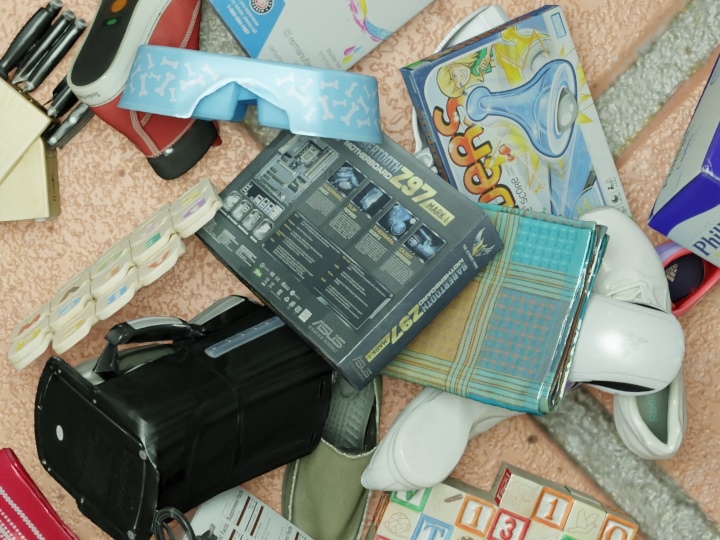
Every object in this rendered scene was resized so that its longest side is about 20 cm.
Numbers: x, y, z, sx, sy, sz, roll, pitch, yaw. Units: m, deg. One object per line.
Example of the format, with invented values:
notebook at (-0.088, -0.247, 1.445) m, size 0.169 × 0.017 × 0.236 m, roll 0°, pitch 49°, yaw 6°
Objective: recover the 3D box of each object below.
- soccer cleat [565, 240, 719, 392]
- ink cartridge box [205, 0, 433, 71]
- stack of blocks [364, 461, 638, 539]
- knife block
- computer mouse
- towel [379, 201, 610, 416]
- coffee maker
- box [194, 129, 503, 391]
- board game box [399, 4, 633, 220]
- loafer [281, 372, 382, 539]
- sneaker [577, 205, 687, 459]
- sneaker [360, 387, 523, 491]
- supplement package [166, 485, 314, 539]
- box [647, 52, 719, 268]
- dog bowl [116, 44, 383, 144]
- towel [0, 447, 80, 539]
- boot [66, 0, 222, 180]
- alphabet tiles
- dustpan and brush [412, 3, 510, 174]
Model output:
soccer cleat at (0.207, 0.035, 1.360) m, size 0.199 × 0.076 × 0.067 m, roll -31°, pitch 92°, yaw -16°
ink cartridge box at (-0.023, -0.246, 1.317) m, size 0.199 × 0.085 × 0.145 m, roll -39°, pitch 137°, yaw 0°
stack of blocks at (0.112, 0.219, 1.396) m, size 0.198 × 0.059 × 0.116 m, roll 22°, pitch 92°, yaw -3°
knife block at (-0.297, -0.125, 1.360) m, size 0.197 × 0.064 × 0.178 m, roll -5°, pitch 93°, yaw -1°
computer mouse at (0.142, 0.044, 1.266) m, size 0.198 × 0.044 × 0.111 m, roll 5°, pitch 78°, yaw 30°
towel at (0.078, 0.019, 1.277) m, size 0.198 × 0.022 × 0.148 m, roll 12°, pitch 82°, yaw 35°
coffee maker at (-0.117, 0.122, 1.290) m, size 0.199 × 0.135 × 0.193 m, roll -22°, pitch 68°, yaw -42°
box at (-0.014, -0.027, 1.288) m, size 0.158 × 0.051 × 0.200 m, roll -46°, pitch 54°, yaw -6°
board game box at (0.127, -0.091, 1.350) m, size 0.134 × 0.034 × 0.202 m, roll -24°, pitch 104°, yaw -10°
loafer at (-0.023, 0.150, 1.382) m, size 0.074 × 0.070 × 0.203 m, roll 7°, pitch 93°, yaw -2°
sneaker at (0.213, 0.047, 1.295) m, size 0.070 × 0.080 × 0.203 m, roll -16°, pitch 90°, yaw 1°
sneaker at (0.072, 0.110, 1.366) m, size 0.199 × 0.088 × 0.076 m, roll -35°, pitch 92°, yaw -38°
supplement package at (-0.097, 0.309, 1.331) m, size 0.199 × 0.147 × 0.192 m, roll 36°, pitch 107°, yaw -4°
box at (0.356, -0.079, 1.331) m, size 0.199 × 0.105 × 0.185 m, roll 29°, pitch 65°, yaw -3°
dog bowl at (-0.078, -0.130, 1.252) m, size 0.197 × 0.111 × 0.050 m, roll 9°, pitch 94°, yaw 3°
towel at (-0.325, 0.258, 1.403) m, size 0.199 × 0.022 × 0.145 m, roll -37°, pitch 93°, yaw 1°
boot at (-0.143, -0.180, 1.366) m, size 0.144 × 0.072 × 0.202 m, roll 46°, pitch 57°, yaw -42°
alphabet tiles at (-0.189, 0.000, 1.305) m, size 0.199 × 0.196 × 0.015 m, roll -38°, pitch 106°, yaw 1°
dustpan and brush at (0.073, -0.105, 1.374) m, size 0.199 × 0.057 × 0.140 m, roll -38°, pitch 94°, yaw 1°
